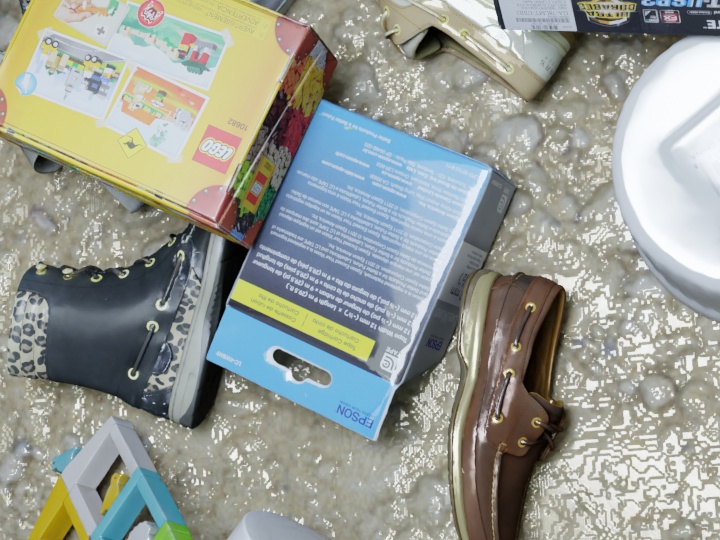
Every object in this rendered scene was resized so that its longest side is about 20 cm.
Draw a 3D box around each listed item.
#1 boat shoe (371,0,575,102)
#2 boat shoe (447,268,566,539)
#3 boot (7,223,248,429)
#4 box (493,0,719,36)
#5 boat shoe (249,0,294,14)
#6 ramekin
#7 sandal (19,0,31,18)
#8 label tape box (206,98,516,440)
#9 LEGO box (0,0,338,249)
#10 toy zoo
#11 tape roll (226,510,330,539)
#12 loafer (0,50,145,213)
[{"bbox_3d":[0.048,-0.178,1.332,0.200,0.074,0.066,25,86,22],"label":"boat shoe"},{"bbox_3d":[0.100,0.098,1.271,0.067,0.072,0.200,0,79,22],"label":"boat shoe"},{"bbox_3d":[-0.165,0.000,1.373,0.153,0.073,0.204,11,90,11],"label":"boot"},{"bbox_3d":[0.204,-0.236,1.247,0.198,0.050,0.200,5,52,20],"label":"box"},{"bbox_3d":[-0.071,-0.230,1.385,0.070,0.071,0.201,35,95,21],"label":"boat shoe"},{"bbox_3d":[0.257,-0.066,1.224,0.200,0.098,0.201,-3,80,20],"label":"ramekin"},{"bbox_3d":[-0.217,-0.195,1.409,0.075,0.045,0.200,-2,81,6],"label":"sandal"},{"bbox_3d":[0.000,0.000,1.328,0.143,0.066,0.200,24,92,22],"label":"label tape box"},{"bbox_3d":[-0.140,-0.125,1.314,0.200,0.077,0.149,24,86,17],"label":"LEGO box"},{"bbox_3d":[-0.180,0.194,1.343,0.131,0.020,0.200,-56,39,15],"label":"toy zoo"},{"bbox_3d":[-0.033,0.268,1.225,0.203,0.203,0.139,38,96,21],"label":"tape roll"},{"bbox_3d":[-0.232,-0.108,1.428,0.200,0.070,0.070,27,83,21],"label":"loafer"}]
